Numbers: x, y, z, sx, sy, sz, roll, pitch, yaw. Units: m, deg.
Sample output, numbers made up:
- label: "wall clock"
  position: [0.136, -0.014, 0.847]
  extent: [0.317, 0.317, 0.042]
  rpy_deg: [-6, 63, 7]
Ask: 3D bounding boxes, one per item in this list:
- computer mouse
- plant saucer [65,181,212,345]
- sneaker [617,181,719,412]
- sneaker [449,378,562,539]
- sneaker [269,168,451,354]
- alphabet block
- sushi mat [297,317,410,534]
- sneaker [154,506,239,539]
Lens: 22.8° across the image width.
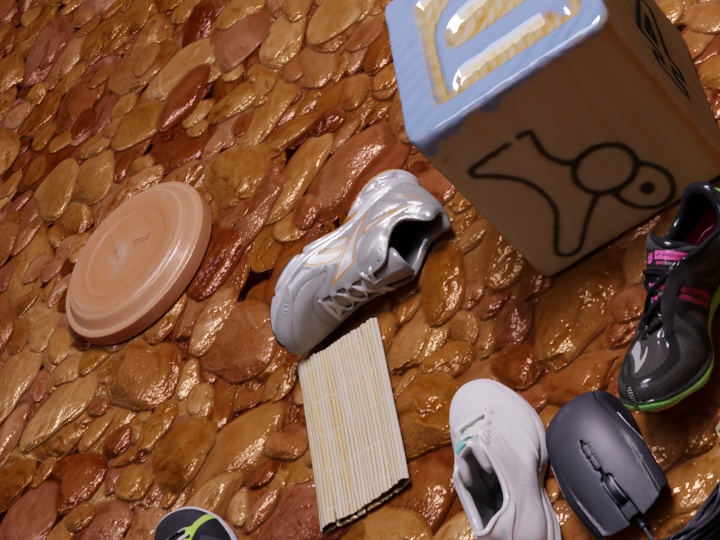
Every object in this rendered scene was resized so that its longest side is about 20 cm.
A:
- label: "computer mouse"
  position: [0.203, 0.135, 1.297]
  extent: [0.140, 0.046, 0.201]
  rpy_deg: [-38, 37, 16]
- label: "plant saucer"
  position: [-0.244, -0.013, 1.912]
  extent: [0.200, 0.032, 0.201]
  rpy_deg: [-27, 41, 26]
- label: "sneaker"
  position: [0.232, 0.018, 1.333]
  extent: [0.076, 0.084, 0.201]
  rpy_deg: [-6, 48, 43]
- label: "sneaker"
  position: [0.098, 0.144, 1.363]
  extent: [0.075, 0.088, 0.201]
  rpy_deg: [-37, 37, 17]
- label: "sneaker"
  position: [0.000, 0.000, 1.614]
  extent: [0.200, 0.076, 0.092]
  rpy_deg: [-51, 40, -2]
- label: "alphabet block"
  position: [0.160, -0.153, 1.477]
  extent: [0.195, 0.200, 0.197]
  rpy_deg: [-30, 40, 22]
- label: "sushi mat"
  position: [-0.009, 0.132, 1.549]
  extent: [0.095, 0.012, 0.201]
  rpy_deg: [-33, 38, 19]
- label: "sneaker"
  position: [-0.141, 0.253, 1.515]
  extent: [0.072, 0.083, 0.200]
  rpy_deg: [-46, 36, 2]
